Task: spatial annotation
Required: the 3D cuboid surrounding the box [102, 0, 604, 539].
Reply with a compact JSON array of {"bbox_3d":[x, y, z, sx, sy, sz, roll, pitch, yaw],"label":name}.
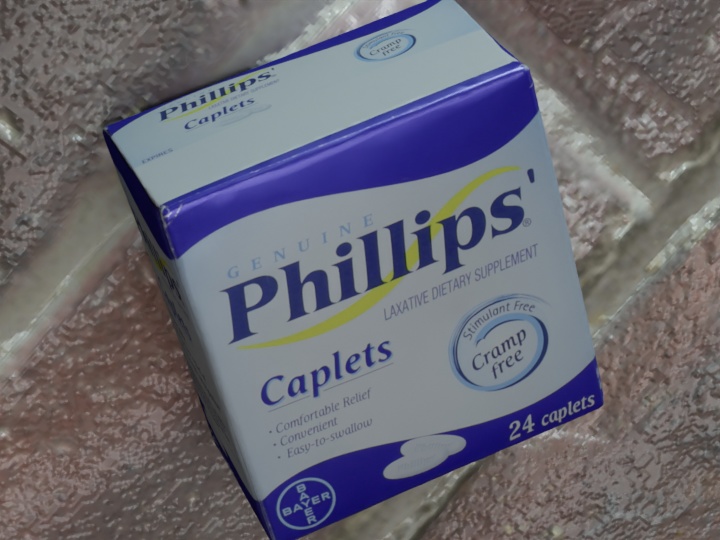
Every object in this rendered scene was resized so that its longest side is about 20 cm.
[{"bbox_3d":[0.000,0.000,0.933,0.183,0.105,0.201,-22,121,-9],"label":"box"}]
